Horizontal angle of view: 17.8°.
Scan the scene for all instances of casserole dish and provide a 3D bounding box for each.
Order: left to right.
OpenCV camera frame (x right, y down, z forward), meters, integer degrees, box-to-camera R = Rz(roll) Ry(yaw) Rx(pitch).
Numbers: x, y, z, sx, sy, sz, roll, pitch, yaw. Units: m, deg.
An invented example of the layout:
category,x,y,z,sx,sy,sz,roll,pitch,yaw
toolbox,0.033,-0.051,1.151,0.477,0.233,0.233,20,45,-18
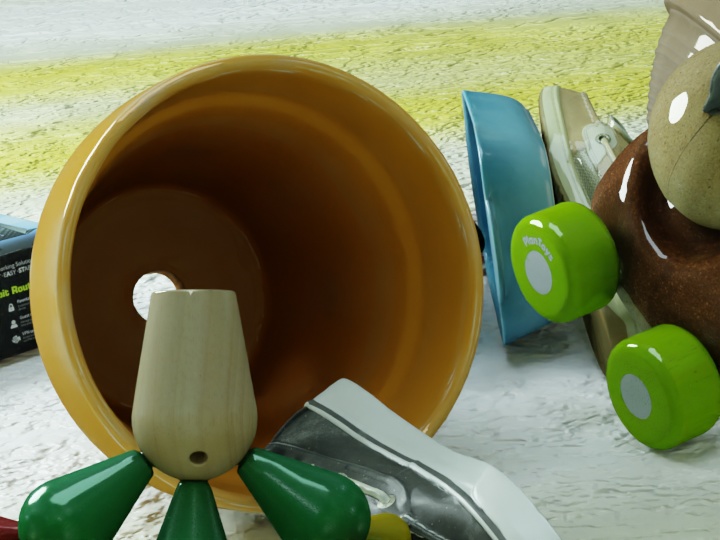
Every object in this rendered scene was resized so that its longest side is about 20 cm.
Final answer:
category,x,y,z,sx,sy,sz,roll,pitch,yaw
casserole dish,0.083,-0.034,1.255,0.039,0.121,0.200,-8,14,2

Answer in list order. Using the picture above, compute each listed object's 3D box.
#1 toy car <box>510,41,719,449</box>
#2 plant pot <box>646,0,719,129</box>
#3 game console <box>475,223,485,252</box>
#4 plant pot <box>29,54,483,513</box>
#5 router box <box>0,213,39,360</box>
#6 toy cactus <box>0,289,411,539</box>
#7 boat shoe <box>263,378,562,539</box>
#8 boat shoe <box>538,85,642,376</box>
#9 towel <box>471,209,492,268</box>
category,x,y,z,sx,sy,sz,roll,pitch,yaw
toy car,0.186,-0.043,1.052,0.164,0.200,0.158,-21,58,-27
plant pot,0.226,-0.070,1.302,0.093,0.201,0.201,-43,17,5
game console,-0.034,-0.051,1.294,0.116,0.176,0.200,-41,8,3
plant pot,-0.071,0.011,1.081,0.200,0.201,0.183,-13,1,-24
router box,-0.274,0.020,1.311,0.200,0.062,0.150,-19,19,-37
toy cactus,-0.056,0.091,0.838,0.200,0.165,0.102,0,-4,3
boat shoe,0.022,0.107,0.913,0.064,0.071,0.200,-36,30,-17
boat shoe,0.136,-0.026,1.208,0.063,0.073,0.201,-12,40,0
towel,0.147,-0.037,1.425,0.146,0.030,0.200,-2,16,22
